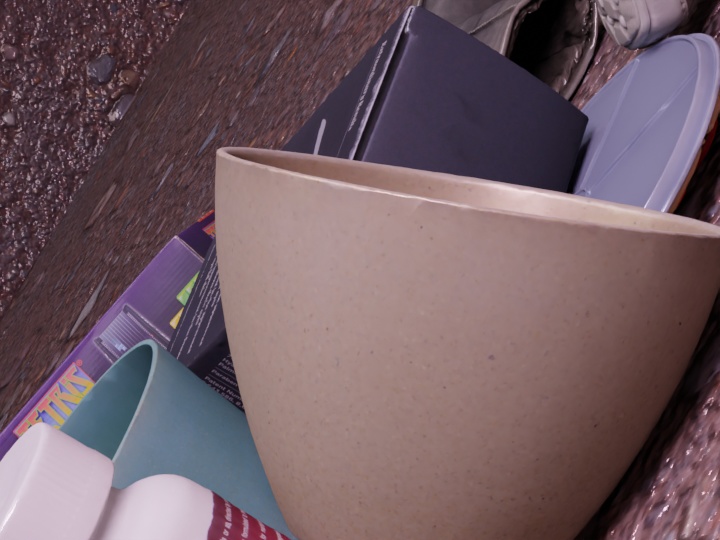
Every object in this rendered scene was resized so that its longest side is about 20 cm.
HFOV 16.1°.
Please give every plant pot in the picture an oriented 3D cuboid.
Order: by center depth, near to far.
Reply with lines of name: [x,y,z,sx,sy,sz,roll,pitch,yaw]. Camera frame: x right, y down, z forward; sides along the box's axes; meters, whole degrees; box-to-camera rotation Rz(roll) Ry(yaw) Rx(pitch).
plant pot: [-0.079,0.157,1.103,0.201,0.161,0.201,-53,12,16]

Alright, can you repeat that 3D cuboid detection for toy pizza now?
toy pizza: [0.106,-0.018,1.144,0.200,0.032,0.200,-54,13,18]

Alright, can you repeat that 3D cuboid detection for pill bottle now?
pill bottle: [-0.058,0.145,0.949,0.110,0.200,0.110,-53,13,18]

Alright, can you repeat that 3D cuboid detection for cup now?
cup: [0.032,0.038,0.978,0.200,0.200,0.144,-143,62,-78]

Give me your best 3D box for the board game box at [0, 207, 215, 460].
board game box: [-0.127,0.052,1.436,0.200,0.057,0.165,-48,-1,15]

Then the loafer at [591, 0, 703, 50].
loafer: [0.144,-0.153,1.241,0.070,0.070,0.200,-16,16,6]

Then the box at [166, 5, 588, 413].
box: [0.000,0.000,1.190,0.200,0.104,0.148,-43,20,48]

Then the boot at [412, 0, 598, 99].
boot: [0.080,-0.142,1.479,0.200,0.072,0.182,137,150,-70]
